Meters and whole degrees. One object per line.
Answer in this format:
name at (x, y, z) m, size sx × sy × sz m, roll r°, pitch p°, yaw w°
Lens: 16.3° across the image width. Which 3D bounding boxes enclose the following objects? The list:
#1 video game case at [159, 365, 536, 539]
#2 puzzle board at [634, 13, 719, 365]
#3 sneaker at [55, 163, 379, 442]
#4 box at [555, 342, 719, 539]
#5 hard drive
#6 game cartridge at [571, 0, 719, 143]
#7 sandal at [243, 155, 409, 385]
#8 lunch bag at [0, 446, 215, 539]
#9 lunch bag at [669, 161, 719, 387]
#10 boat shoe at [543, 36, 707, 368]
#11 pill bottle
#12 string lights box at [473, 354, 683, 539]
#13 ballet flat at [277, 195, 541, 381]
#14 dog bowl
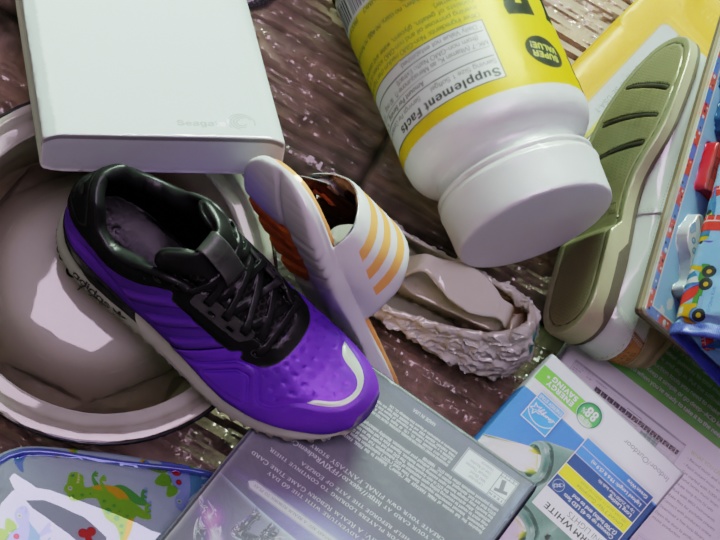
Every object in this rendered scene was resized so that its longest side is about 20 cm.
video game case at (-0.019, 0.147, 1.331) m, size 0.143 × 0.019 × 0.200 m, roll 35°, pitch 65°, yaw 10°
puzzle board at (0.232, -0.031, 1.469) m, size 0.151 × 0.017 × 0.200 m, roll 36°, pitch 64°, yaw -39°
sneaker at (-0.074, 0.013, 1.320) m, size 0.200 × 0.100 × 0.070 m, roll 35°, pitch 64°, yaw 3°
box at (0.148, 0.128, 1.470) m, size 0.144 × 0.036 × 0.200 m, roll 38°, pitch 71°, yaw -2°
hard drive at (-0.124, -0.127, 1.413) m, size 0.132 × 0.026 × 0.200 m, roll 0°, pitch 40°, yaw -15°
game cartridge at (0.204, -0.078, 1.541) m, size 0.176 × 0.032 × 0.200 m, roll 44°, pitch 71°, yaw 0°
sandal at (-0.004, -0.004, 1.386) m, size 0.059 × 0.207 × 0.079 m, roll -37°, pitch 50°, yaw -10°
lunch bag at (-0.147, 0.197, 1.347) m, size 0.160 × 0.082 × 0.201 m, roll 7°, pitch 74°, yaw -14°
lunch bag at (0.271, 0.020, 1.445) m, size 0.094 × 0.200 × 0.151 m, roll 2°, pitch 61°, yaw 33°
boat shoe at (0.169, -0.038, 1.474) m, size 0.068 × 0.075 × 0.200 m, roll 29°, pitch 73°, yaw -24°
pill bottle at (0.064, -0.110, 1.450) m, size 0.114 × 0.114 × 0.200 m, roll -15°, pitch 69°, yaw -18°
string lights box at (0.075, 0.156, 1.392) m, size 0.103 × 0.059 × 0.200 m, roll 42°, pitch 69°, yaw 3°
ballet flat at (0.018, -0.004, 1.455) m, size 0.200 × 0.072 × 0.072 m, roll 25°, pitch 71°, yaw -6°
dog bowl at (-0.150, 0.006, 1.403) m, size 0.200 × 0.074 × 0.201 m, roll 4°, pitch 75°, yaw -13°
